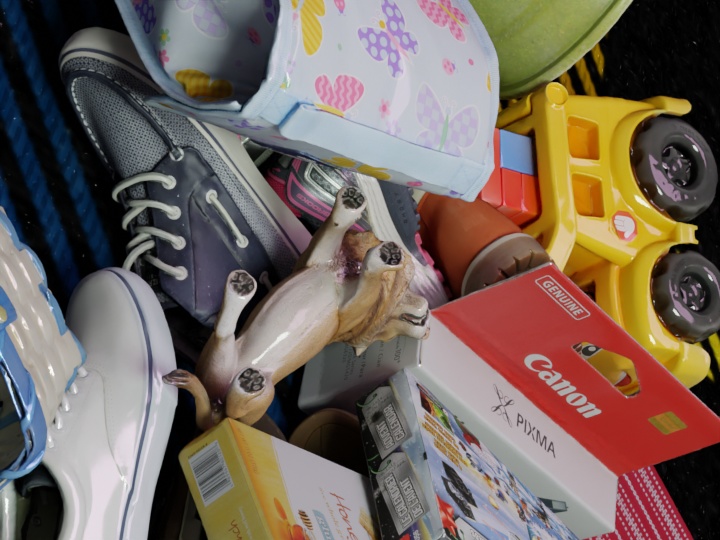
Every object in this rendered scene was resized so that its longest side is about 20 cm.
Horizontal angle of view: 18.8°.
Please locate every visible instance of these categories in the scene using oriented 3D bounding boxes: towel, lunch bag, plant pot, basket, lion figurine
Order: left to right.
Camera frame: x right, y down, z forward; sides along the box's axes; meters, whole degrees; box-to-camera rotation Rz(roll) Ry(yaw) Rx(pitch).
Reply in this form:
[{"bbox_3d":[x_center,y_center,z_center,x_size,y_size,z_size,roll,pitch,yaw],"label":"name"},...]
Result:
[{"bbox_3d":[-0.218,0.055,0.905,0.140,0.175,0.200,60,19,-11],"label":"basket"},{"bbox_3d":[-0.038,0.033,1.133,0.199,0.123,0.073,-32,74,-32],"label":"lion figurine"},{"bbox_3d":[-0.031,-0.125,1.130,0.169,0.127,0.201,14,37,-43],"label":"lunch bag"},{"bbox_3d":[0.080,-0.247,1.425,0.184,0.200,0.201,35,47,-21],"label":"plant pot"},{"bbox_3d":[0.177,0.221,1.437,0.145,0.022,0.200,62,35,-6],"label":"towel"}]

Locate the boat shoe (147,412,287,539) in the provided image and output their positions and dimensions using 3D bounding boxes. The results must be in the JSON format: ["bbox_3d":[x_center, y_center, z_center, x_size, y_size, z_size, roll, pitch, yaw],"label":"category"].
[{"bbox_3d":[-0.083,0.137,1.118,0.072,0.068,0.200,45,24,-15],"label":"boat shoe"}]

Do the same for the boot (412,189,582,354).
[{"bbox_3d":[0.076,0.019,1.342,0.107,0.075,0.201,46,-18,33],"label":"boot"}]

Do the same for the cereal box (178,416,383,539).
[{"bbox_3d":[-0.001,0.163,1.100,0.200,0.039,0.145,28,31,-53],"label":"cereal box"}]

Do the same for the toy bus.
[{"bbox_3d":[0.127,-0.020,1.416,0.191,0.135,0.202,10,67,-34],"label":"toy bus"}]

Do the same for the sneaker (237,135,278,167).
[{"bbox_3d":[-0.019,-0.093,1.300,0.088,0.073,0.200,59,36,-10],"label":"sneaker"}]

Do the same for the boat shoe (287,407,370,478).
[{"bbox_3d":[0.029,0.156,1.259,0.200,0.072,0.072,48,10,-11],"label":"boat shoe"}]

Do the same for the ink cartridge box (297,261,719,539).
[{"bbox_3d":[0.092,0.088,1.260,0.200,0.175,0.045,40,44,-35],"label":"ink cartridge box"}]

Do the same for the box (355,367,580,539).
[{"bbox_3d":[0.078,0.161,1.183,0.200,0.040,0.137,45,18,-31],"label":"box"}]

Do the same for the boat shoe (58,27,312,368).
[{"bbox_3d":[-0.102,-0.031,1.168,0.200,0.074,0.093,47,50,-22],"label":"boat shoe"}]

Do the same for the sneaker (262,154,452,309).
[{"bbox_3d":[0.000,0.000,1.275,0.074,0.081,0.201,-31,124,-13],"label":"sneaker"}]

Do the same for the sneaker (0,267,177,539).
[{"bbox_3d":[-0.138,0.085,1.066,0.071,0.073,0.202,30,52,-44],"label":"sneaker"}]
